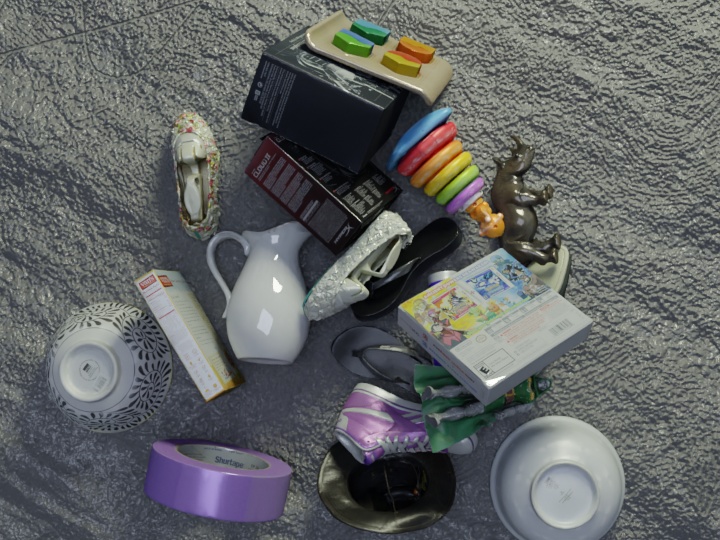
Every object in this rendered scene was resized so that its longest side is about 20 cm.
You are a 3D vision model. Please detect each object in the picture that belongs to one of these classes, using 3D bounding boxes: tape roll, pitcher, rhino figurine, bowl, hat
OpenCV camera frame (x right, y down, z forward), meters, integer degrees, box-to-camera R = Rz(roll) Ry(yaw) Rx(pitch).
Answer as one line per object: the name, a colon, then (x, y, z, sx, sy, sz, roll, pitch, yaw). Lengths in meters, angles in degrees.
tape roll: (-0.201, 0.294, 1.332, 0.200, 0.200, 0.066, 12, 88, 4)
pitcher: (-0.155, 0.034, 1.390, 0.171, 0.121, 0.200, -2, 77, 22)
rhino figurine: (0.236, -0.102, 1.384, 0.087, 0.060, 0.200, -10, 86, 26)
bowl: (-0.391, 0.148, 1.404, 0.200, 0.094, 0.201, 0, 88, 5)
hat: (0.036, 0.322, 1.364, 0.200, 0.201, 0.081, 8, 131, 4)
bowl: (0.289, 0.314, 1.354, 0.201, 0.090, 0.201, 0, 88, 3)

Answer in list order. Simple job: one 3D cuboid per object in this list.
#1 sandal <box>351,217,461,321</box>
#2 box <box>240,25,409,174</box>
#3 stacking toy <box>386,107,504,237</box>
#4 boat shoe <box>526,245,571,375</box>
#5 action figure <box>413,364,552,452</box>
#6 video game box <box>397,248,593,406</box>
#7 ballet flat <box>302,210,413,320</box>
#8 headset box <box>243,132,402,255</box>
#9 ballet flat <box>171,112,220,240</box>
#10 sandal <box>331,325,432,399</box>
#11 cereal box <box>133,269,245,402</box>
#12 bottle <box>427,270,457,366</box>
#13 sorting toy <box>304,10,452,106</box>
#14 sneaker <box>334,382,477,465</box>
sandal: (0.058, -0.009, 1.381, 0.200, 0.043, 0.076, -44, 46, -2)
box: (-0.040, -0.247, 1.331, 0.182, 0.200, 0.104, 26, 119, 3)
stacking toy: (0.139, -0.127, 1.371, 0.116, 0.110, 0.200, -41, 88, -7)
boat shoe: (0.265, 0.059, 1.384, 0.072, 0.068, 0.200, 10, 75, 44)
action figure: (0.177, 0.170, 1.289, 0.200, 0.055, 0.118, -8, 86, -26)
video game box: (0.183, 0.071, 1.293, 0.200, 0.047, 0.182, -27, 54, -27)
ballet flat: (0.000, 0.000, 1.332, 0.072, 0.072, 0.200, 39, 83, 4)
headset box: (-0.058, -0.135, 1.357, 0.200, 0.149, 0.077, 41, 123, 4)
ballet flat: (-0.248, -0.146, 1.420, 0.076, 0.064, 0.200, -10, 87, 4)
sandal: (0.053, 0.139, 1.399, 0.200, 0.043, 0.076, 23, 90, 4)
cereal box: (-0.245, 0.092, 1.372, 0.040, 0.144, 0.200, -32, 85, 3)
bottle: (0.135, 0.101, 1.368, 0.065, 0.084, 0.200, -15, 70, 23)
sorting toy: (0.034, -0.314, 1.352, 0.200, 0.185, 0.036, 27, 119, 3)
sneaker: (0.060, 0.246, 1.351, 0.200, 0.073, 0.114, 16, 48, 19)
